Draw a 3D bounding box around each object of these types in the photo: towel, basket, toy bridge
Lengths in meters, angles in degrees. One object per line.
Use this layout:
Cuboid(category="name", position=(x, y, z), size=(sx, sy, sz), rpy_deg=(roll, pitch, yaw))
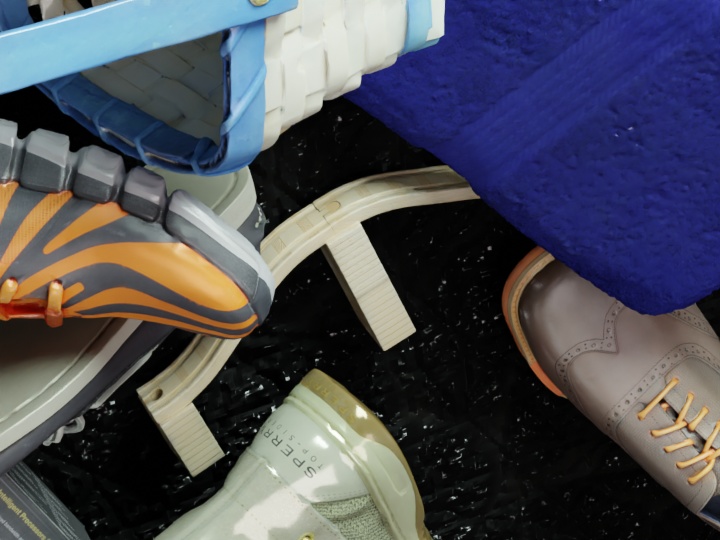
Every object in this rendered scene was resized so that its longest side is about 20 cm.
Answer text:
Cuboid(category="towel", position=(0.090, -0.077, 0.884), size=(0.200, 0.050, 0.148), rpy_deg=(37, 127, -24))
Cuboid(category="basket", position=(-0.082, -0.100, 0.743), size=(0.200, 0.176, 0.139), rpy_deg=(-13, 117, -30))
Cuboid(category="toy bridge", position=(0.000, 0.000, 0.941), size=(0.200, 0.027, 0.067), rpy_deg=(-33, 128, -5))

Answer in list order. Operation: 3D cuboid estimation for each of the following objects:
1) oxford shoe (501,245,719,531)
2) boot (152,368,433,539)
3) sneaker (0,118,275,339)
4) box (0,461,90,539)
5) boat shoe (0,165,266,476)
Cuboid(category="oxford shoe", position=(0.133, 0.053, 1.012), size=(0.071, 0.073, 0.200), rpy_deg=(-46, 128, 6))
Cuboid(category="boot", position=(-0.038, 0.147, 0.956), size=(0.155, 0.072, 0.200), rpy_deg=(-40, 142, -17))
Cuboid(category="sneaker", position=(-0.134, 0.008, 0.785), size=(0.200, 0.078, 0.112), rpy_deg=(20, 70, 2))
Cuboid(category="box", position=(-0.209, 0.098, 0.882), size=(0.158, 0.050, 0.200), rpy_deg=(-38, 129, -1))
Cuboid(category="boat shoe", position=(-0.102, 0.036, 0.850), size=(0.200, 0.073, 0.063), rpy_deg=(-43, 136, -33))
